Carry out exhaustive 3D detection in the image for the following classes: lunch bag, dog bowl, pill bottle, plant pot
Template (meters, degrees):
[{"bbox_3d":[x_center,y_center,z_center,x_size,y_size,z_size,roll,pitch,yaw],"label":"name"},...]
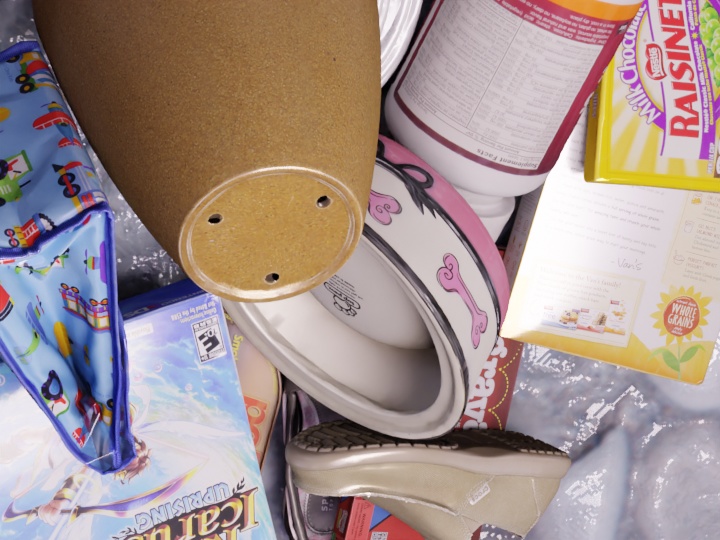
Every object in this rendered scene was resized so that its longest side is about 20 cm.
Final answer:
[{"bbox_3d":[-0.173,0.007,1.354,0.094,0.151,0.200,-21,136,-8],"label":"lunch bag"},{"bbox_3d":[0.000,0.000,1.456,0.074,0.200,0.200,-47,117,-28],"label":"dog bowl"},{"bbox_3d":[0.081,-0.114,1.484,0.109,0.110,0.200,18,118,-17],"label":"pill bottle"},{"bbox_3d":[-0.062,-0.085,1.298,0.186,0.200,0.187,-9,136,-9],"label":"plant pot"}]

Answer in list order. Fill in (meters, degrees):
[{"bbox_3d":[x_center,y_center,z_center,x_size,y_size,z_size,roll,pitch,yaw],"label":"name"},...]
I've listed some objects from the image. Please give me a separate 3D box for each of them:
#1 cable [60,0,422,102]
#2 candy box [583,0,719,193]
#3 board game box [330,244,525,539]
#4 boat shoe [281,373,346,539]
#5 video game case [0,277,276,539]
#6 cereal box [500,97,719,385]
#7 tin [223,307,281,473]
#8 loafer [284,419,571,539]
[{"bbox_3d":[-0.065,-0.167,1.467,0.200,0.069,0.200,10,108,-15],"label":"cable"},{"bbox_3d":[0.192,-0.148,1.515,0.102,0.026,0.200,4,92,-12],"label":"candy box"},{"bbox_3d":[0.049,0.080,1.582,0.103,0.019,0.200,5,103,-33],"label":"board game box"},{"bbox_3d":[-0.017,0.094,1.583,0.067,0.057,0.200,-1,111,-10],"label":"boat shoe"},{"bbox_3d":[-0.159,0.121,1.491,0.200,0.045,0.182,-19,109,-21],"label":"video game case"},{"bbox_3d":[0.173,-0.041,1.563,0.144,0.040,0.200,15,97,-17],"label":"cereal box"},{"bbox_3d":[-0.113,0.108,1.572,0.112,0.042,0.200,16,108,0],"label":"tin"},{"bbox_3d":[0.042,0.133,1.538,0.200,0.076,0.068,6,97,-32],"label":"loafer"}]
